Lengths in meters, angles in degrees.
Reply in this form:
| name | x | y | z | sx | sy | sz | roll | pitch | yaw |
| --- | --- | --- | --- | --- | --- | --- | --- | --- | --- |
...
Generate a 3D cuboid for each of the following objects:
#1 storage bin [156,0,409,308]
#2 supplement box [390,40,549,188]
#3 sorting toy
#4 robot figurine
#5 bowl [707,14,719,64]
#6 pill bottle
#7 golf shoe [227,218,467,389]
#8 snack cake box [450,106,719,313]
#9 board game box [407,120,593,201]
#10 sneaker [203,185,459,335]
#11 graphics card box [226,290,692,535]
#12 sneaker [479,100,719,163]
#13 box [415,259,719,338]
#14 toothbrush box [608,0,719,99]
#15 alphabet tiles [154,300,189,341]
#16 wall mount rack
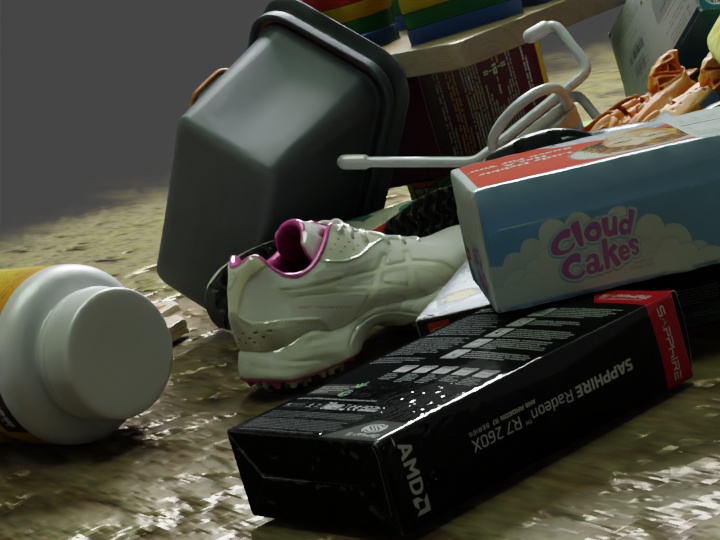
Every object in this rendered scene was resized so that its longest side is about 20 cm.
| name | x | y | z | sx | sy | sz | roll | pitch | yaw |
| --- | --- | --- | --- | --- | --- | --- | --- | --- | --- |
| storage bin | -0.072 | -0.068 | 1.458 | 0.145 | 0.200 | 0.134 | 32 | 47 | 16 |
| supplement box | 0.054 | -0.127 | 1.613 | 0.110 | 0.086 | 0.200 | -9 | 13 | 32 |
| sorting toy | 0.057 | -0.191 | 1.515 | 0.200 | 0.070 | 0.199 | -4 | 16 | 47 |
| robot figurine | 0.161 | -0.065 | 1.352 | 0.200 | 0.058 | 0.145 | -40 | 13 | -15 |
| bowl | 0.323 | -0.151 | 1.283 | 0.199 | 0.108 | 0.200 | 17 | 25 | -8 |
| pill bottle | -0.205 | 0.052 | 1.304 | 0.109 | 0.110 | 0.200 | -26 | 14 | -39 |
| golf shoe | 0.000 | 0.000 | 1.301 | 0.200 | 0.092 | 0.075 | -27 | 13 | -38 |
| snack cake box | 0.154 | -0.039 | 1.109 | 0.199 | 0.067 | 0.115 | -13 | 10 | -1 |
| board game box | 0.146 | -0.076 | 1.579 | 0.199 | 0.048 | 0.102 | -8 | 13 | 35 |
| sneaker | -0.009 | 0.003 | 1.414 | 0.199 | 0.071 | 0.093 | -20 | -6 | -12 |
| graphics card box | 0.050 | 0.064 | 1.027 | 0.200 | 0.051 | 0.125 | -23 | 13 | -36 |
| sneaker | 0.155 | -0.048 | 1.210 | 0.199 | 0.076 | 0.079 | -10 | -3 | -1 |
| box | 0.144 | 0.006 | 1.205 | 0.199 | 0.040 | 0.137 | -13 | 11 | 19 |
| toothbrush box | 0.294 | -0.176 | 1.477 | 0.199 | 0.086 | 0.147 | -4 | -27 | -16 |
| alphabet tiles | -0.225 | 0.065 | 1.516 | 0.199 | 0.015 | 0.196 | -10 | 13 | 32 |
| wall mount rack | 0.085 | -0.079 | 1.433 | 0.174 | 0.075 | 0.200 | -37 | -24 | -1 |
